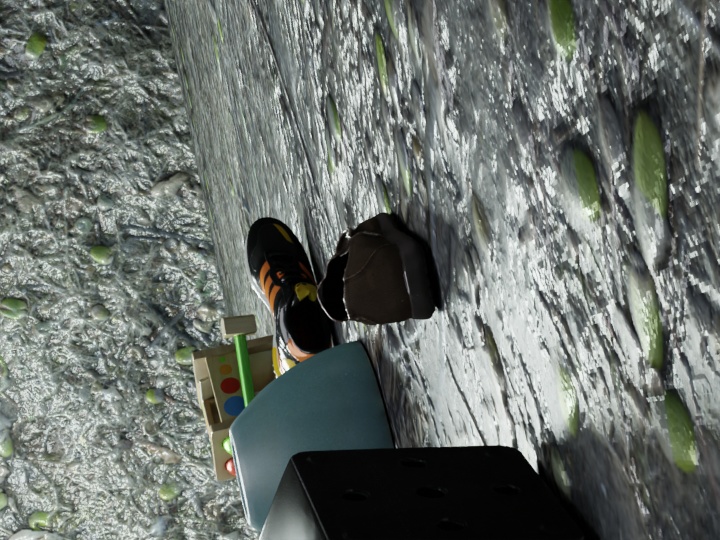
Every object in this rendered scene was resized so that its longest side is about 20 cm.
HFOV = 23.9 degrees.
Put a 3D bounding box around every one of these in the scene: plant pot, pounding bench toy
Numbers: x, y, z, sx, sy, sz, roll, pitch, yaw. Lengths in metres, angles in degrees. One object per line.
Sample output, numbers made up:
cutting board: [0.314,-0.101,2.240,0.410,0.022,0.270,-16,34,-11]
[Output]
plant pot: [0.034,0.201,0.925,0.200,0.198,0.179,-127,39,-72]
plant pot: [-0.048,0.176,1.579,0.200,0.134,0.202,169,90,-82]
pounding bench toy: [-0.157,0.176,2.354,0.201,0.123,0.157,89,167,-51]

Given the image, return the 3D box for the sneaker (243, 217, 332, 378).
sneaker: [-0.067,0.021,1.784,0.090,0.070,0.201,124,136,-57]

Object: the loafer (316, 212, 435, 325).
loafer: [0.000,0.000,1.235,0.200,0.071,0.074,-164,63,-81]
